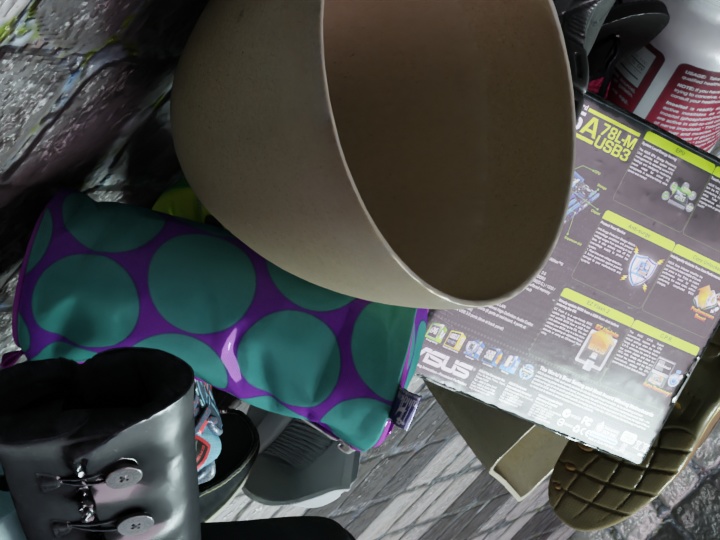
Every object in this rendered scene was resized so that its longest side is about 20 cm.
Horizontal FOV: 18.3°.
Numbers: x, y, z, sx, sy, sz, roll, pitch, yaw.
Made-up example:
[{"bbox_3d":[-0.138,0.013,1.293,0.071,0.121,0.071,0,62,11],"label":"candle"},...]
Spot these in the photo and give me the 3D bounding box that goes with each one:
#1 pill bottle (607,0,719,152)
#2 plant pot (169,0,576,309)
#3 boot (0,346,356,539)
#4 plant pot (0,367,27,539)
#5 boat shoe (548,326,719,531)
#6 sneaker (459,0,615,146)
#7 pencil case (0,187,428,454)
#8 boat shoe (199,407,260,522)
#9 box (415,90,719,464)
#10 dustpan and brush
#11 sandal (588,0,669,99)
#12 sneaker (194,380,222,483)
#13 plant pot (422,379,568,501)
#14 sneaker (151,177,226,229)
[{"bbox_3d":[0.207,-0.149,1.449,0.113,0.113,0.200,-32,161,-34],"label":"pill bottle"},{"bbox_3d":[-0.009,-0.075,1.030,0.134,0.202,0.200,-10,-173,36],"label":"plant pot"},{"bbox_3d":[-0.084,0.108,1.081,0.164,0.066,0.201,-18,135,-12],"label":"boot"},{"bbox_3d":[-0.211,0.150,1.176,0.141,0.141,0.201,-32,152,-35],"label":"plant pot"},{"bbox_3d":[0.208,0.098,1.516,0.200,0.072,0.067,-51,162,13],"label":"boat shoe"},{"bbox_3d":[0.100,-0.147,1.143,0.201,0.076,0.091,-60,-171,-1],"label":"sneaker"},{"bbox_3d":[-0.067,0.026,1.082,0.085,0.198,0.093,-94,-160,-82],"label":"pencil case"},{"bbox_3d":[-0.132,0.136,1.437,0.199,0.072,0.068,-25,161,-44],"label":"boat shoe"},{"bbox_3d":[0.133,-0.001,1.339,0.199,0.047,0.194,22,99,-30],"label":"box"},{"bbox_3d":[-0.063,0.117,1.541,0.200,0.057,0.140,-45,-148,52],"label":"dustpan and brush"},{"bbox_3d":[0.105,-0.100,1.368,0.199,0.045,0.075,-30,159,4],"label":"sandal"},{"bbox_3d":[-0.105,0.070,1.261,0.079,0.096,0.200,-26,161,-10],"label":"sneaker"},{"bbox_3d":[0.110,0.014,1.516,0.200,0.177,0.200,-43,165,-1],"label":"plant pot"},{"bbox_3d":[-0.053,-0.024,1.195,0.084,0.074,0.200,-66,160,-5],"label":"sneaker"}]
